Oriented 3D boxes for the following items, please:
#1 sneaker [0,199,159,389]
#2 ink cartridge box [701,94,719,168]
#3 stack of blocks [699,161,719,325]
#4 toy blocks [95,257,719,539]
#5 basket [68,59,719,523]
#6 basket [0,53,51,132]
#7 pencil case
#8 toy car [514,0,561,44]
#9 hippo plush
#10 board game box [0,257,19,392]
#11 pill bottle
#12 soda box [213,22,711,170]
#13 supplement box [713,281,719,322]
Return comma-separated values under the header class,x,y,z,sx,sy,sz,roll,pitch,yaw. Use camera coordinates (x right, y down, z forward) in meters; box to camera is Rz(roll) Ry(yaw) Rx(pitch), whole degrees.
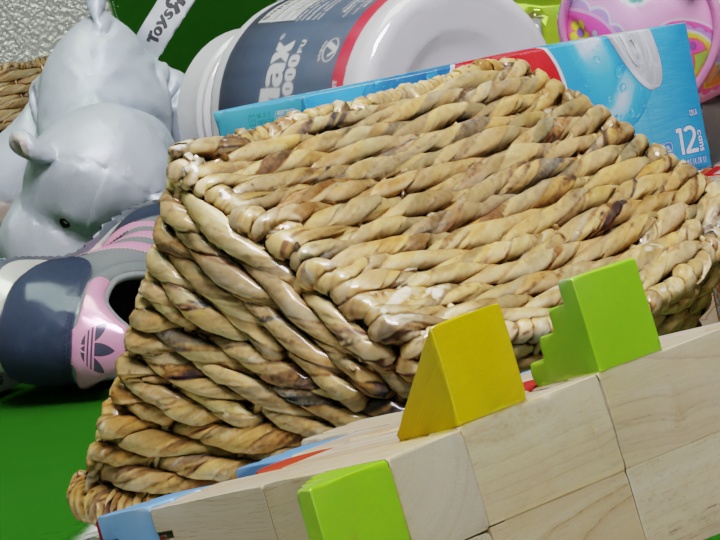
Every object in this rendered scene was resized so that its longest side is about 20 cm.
class,x,y,z,sx,sy,sz,roll,pitch,yaw
sneaker,-0.099,0.017,1.246,0.081,0.071,0.200,12,20,23
ink cartridge box,0.185,-0.054,1.296,0.143,0.085,0.200,-8,10,9
stack of blocks,0.162,-0.013,1.131,0.198,0.059,0.115,-6,9,21
toy blocks,0.025,0.063,0.718,0.199,0.101,0.136,-17,0,-41
basket,0.025,0.035,0.902,0.142,0.150,0.199,35,32,27
basket,-0.242,-0.031,1.683,0.199,0.149,0.143,-19,-20,-49
pencil case,0.165,-0.125,1.215,0.087,0.088,0.200,-3,11,35
toy car,0.082,-0.094,1.534,0.198,0.176,0.150,-8,-28,8
hippo plush,-0.121,-0.050,1.416,0.158,0.201,0.161,20,21,-17
board game box,-0.264,0.048,1.176,0.146,0.065,0.200,-5,8,25
pill bottle,-0.005,-0.077,1.297,0.119,0.121,0.199,-14,9,-31
soda box,0.044,-0.052,1.068,0.199,0.065,0.068,-14,5,-35
supplement box,0.172,0.013,0.923,0.068,0.067,0.200,-12,8,-1
